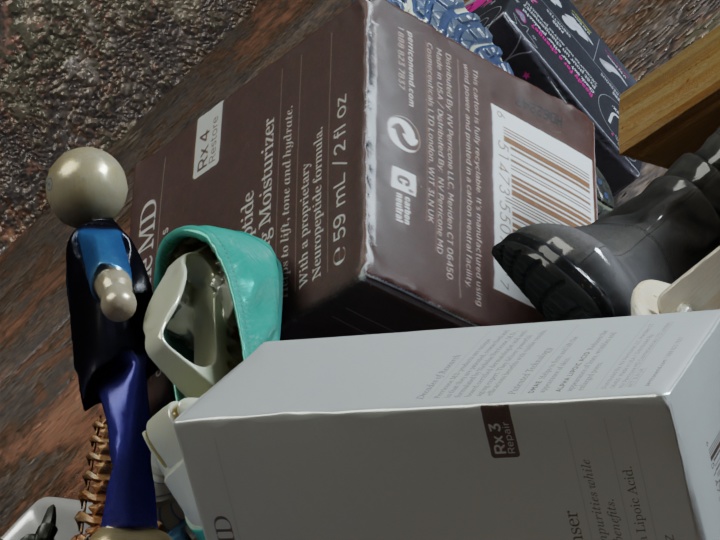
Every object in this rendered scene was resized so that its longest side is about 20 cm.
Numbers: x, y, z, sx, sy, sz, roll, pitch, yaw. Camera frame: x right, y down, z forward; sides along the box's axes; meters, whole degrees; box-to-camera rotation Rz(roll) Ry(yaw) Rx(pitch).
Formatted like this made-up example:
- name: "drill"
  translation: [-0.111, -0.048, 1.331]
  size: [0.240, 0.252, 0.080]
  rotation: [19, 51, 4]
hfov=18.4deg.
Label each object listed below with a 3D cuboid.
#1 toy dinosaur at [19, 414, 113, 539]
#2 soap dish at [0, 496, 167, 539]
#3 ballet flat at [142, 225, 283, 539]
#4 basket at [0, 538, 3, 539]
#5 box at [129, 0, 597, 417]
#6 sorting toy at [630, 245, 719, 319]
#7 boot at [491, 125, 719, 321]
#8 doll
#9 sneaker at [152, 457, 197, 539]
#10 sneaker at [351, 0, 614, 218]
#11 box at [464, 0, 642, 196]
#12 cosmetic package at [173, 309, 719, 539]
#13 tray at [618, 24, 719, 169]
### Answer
- name: "toy dinosaur"
  translation: [-0.131, 0.179, 1.123]
  size: [0.201, 0.101, 0.136]
  rotation: [-63, 12, 7]
- name: "soap dish"
  translation: [-0.187, 0.213, 1.306]
  size: [0.158, 0.081, 0.200]
  rotation: [-48, 15, -18]
- name: "ballet flat"
  translation: [-0.065, 0.059, 0.974]
  size: [0.067, 0.070, 0.201]
  rotation: [-46, 37, 34]
- name: "basket"
  translation: [-0.237, 0.189, 1.083]
  size: [0.179, 0.137, 0.199]
  rotation: [-20, 3, -34]
- name: "box"
  translation: [0.000, 0.000, 1.134]
  size: [0.199, 0.163, 0.167]
  rotation: [-31, 47, 40]
- name: "sorting toy"
  translation: [0.213, -0.026, 0.878]
  size: [0.200, 0.107, 0.180]
  rotation: [-39, 8, 14]
- name: "boot"
  translation: [0.129, -0.023, 0.953]
  size: [0.132, 0.070, 0.200]
  rotation: [-43, -9, 2]
- name: "doll"
  translation: [-0.116, 0.037, 1.040]
  size: [0.048, 0.202, 0.137]
  rotation: [-6, -17, -6]
- name: "sneaker"
  translation: [-0.110, 0.118, 1.367]
  size: [0.199, 0.087, 0.075]
  rotation: [-34, 18, 38]
- name: "sneaker"
  translation: [0.051, -0.075, 1.237]
  size: [0.085, 0.200, 0.077]
  rotation: [-33, 9, 32]
- name: "box"
  translation: [0.060, -0.069, 1.340]
  size: [0.199, 0.132, 0.115]
  rotation: [-37, 13, 24]
- name: "cosmetic package"
  translation: [0.042, 0.084, 0.817]
  size: [0.198, 0.114, 0.081]
  rotation: [-8, 18, 27]
- name: "tray"
  translation: [0.211, -0.089, 0.993]
  size: [0.200, 0.098, 0.037]
  rotation: [-36, 45, 56]
